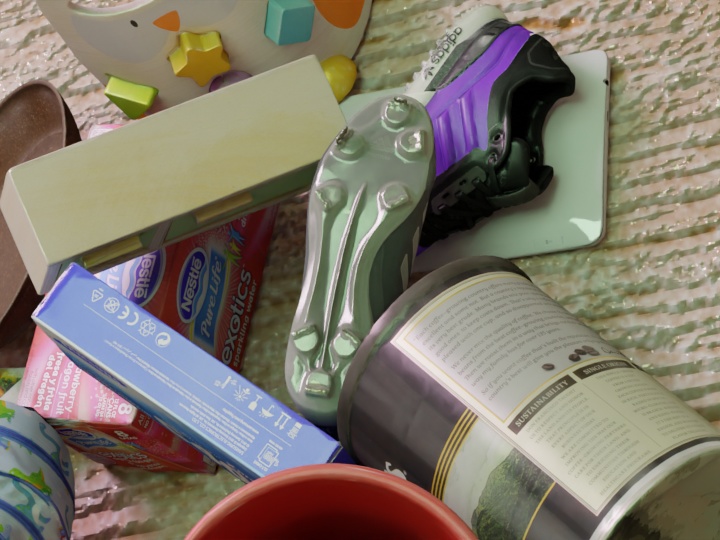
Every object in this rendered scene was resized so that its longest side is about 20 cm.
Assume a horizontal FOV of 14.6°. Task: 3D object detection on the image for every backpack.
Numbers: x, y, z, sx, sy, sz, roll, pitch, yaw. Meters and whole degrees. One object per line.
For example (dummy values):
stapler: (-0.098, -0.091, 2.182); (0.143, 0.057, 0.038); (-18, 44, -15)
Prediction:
backpack: (-0.271, 0.148, 1.701); (0.199, 0.164, 0.154); (-11, 37, -6)

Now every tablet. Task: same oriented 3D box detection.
tablet: (0.061, -0.063, 1.734); (0.199, 0.014, 0.131); (-8, 65, 27)

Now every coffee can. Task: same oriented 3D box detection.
coffee can: (0.104, 0.104, 1.550); (0.200, 0.146, 0.146); (39, 91, 37)

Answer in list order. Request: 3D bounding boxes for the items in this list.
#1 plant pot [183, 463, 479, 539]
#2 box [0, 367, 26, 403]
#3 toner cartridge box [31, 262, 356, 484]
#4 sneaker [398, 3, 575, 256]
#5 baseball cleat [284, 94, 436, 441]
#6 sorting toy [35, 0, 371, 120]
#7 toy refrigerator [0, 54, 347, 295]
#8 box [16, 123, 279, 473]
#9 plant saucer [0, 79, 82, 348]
plant pot: (-0.011, 0.215, 1.524); (0.200, 0.177, 0.201); (-1, 79, 4)
box: (-0.286, 0.090, 1.796); (0.199, 0.041, 0.039); (-3, 59, -4)
toner cartridge box: (-0.090, 0.076, 1.614); (0.200, 0.095, 0.043); (33, 79, 21)
sneaker: (0.058, -0.058, 1.683); (0.099, 0.070, 0.200); (32, 89, 30)
baseball cleat: (0.000, 0.000, 1.640); (0.070, 0.106, 0.201); (15, 74, 15)
sorting toy: (-0.110, -0.161, 1.774); (0.200, 0.180, 0.107); (-27, 54, 19)
toy refrigerator: (-0.108, -0.054, 1.674); (0.199, 0.076, 0.070); (-21, 80, -16)
box: (-0.131, 0.017, 1.759); (0.095, 0.100, 0.201); (2, 70, 32)
plant saucer: (-0.229, -0.025, 1.838); (0.200, 0.037, 0.201); (-39, 40, 42)
